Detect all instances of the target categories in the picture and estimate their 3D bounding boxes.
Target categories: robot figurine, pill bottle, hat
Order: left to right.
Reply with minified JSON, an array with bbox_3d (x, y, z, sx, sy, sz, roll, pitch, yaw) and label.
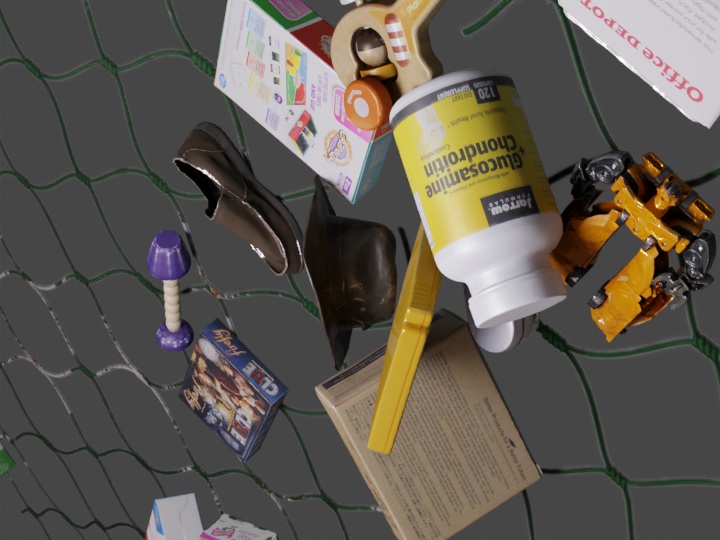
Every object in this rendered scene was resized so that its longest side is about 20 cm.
[{"bbox_3d":[0.000,0.000,1.505,0.080,0.201,0.202,-5,128,10],"label":"hat"},{"bbox_3d":[0.104,-0.060,1.239,0.112,0.111,0.201,-36,70,59],"label":"pill bottle"},{"bbox_3d":[0.223,-0.025,1.238,0.145,0.058,0.200,45,150,8],"label":"robot figurine"}]

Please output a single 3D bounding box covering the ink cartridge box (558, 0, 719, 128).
[{"bbox_3d":[0.238,-0.217,0.986,0.148,0.086,0.200,43,150,11],"label":"ink cartridge box"}]

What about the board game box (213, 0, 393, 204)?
[{"bbox_3d":[-0.053,-0.179,1.445,0.200,0.040,0.153,42,148,14],"label":"board game box"}]

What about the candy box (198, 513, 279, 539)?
[{"bbox_3d":[-0.150,0.478,2.259,0.136,0.061,0.201,8,129,49],"label":"candy box"}]

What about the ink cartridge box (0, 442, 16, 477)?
[{"bbox_3d":[-0.785,0.337,2.847,0.083,0.146,0.201,-6,118,56],"label":"ink cartridge box"}]

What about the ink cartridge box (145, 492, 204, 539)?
[{"bbox_3d":[-0.296,0.451,2.368,0.200,0.067,0.117,113,144,-57],"label":"ink cartridge box"}]

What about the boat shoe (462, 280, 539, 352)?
[{"bbox_3d":[0.127,-0.029,1.348,0.073,0.065,0.202,9,109,41],"label":"boat shoe"}]

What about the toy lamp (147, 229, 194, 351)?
[{"bbox_3d":[-0.243,0.026,1.896,0.058,0.058,0.201,35,145,23],"label":"toy lamp"}]

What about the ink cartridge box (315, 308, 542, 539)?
[{"bbox_3d":[0.071,0.167,1.529,0.201,0.164,0.075,63,169,-20],"label":"ink cartridge box"}]

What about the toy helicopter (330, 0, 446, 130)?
[{"bbox_3d":[0.034,-0.224,1.277,0.133,0.079,0.200,55,139,8],"label":"toy helicopter"}]

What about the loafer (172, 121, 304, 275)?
[{"bbox_3d":[-0.140,-0.068,1.647,0.200,0.071,0.073,51,149,-1],"label":"loafer"}]

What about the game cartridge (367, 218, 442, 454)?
[{"bbox_3d":[0.051,0.042,1.383,0.032,0.201,0.177,14,131,-1],"label":"game cartridge"}]

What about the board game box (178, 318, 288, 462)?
[{"bbox_3d":[-0.173,0.164,1.974,0.135,0.035,0.200,43,149,11],"label":"board game box"}]
